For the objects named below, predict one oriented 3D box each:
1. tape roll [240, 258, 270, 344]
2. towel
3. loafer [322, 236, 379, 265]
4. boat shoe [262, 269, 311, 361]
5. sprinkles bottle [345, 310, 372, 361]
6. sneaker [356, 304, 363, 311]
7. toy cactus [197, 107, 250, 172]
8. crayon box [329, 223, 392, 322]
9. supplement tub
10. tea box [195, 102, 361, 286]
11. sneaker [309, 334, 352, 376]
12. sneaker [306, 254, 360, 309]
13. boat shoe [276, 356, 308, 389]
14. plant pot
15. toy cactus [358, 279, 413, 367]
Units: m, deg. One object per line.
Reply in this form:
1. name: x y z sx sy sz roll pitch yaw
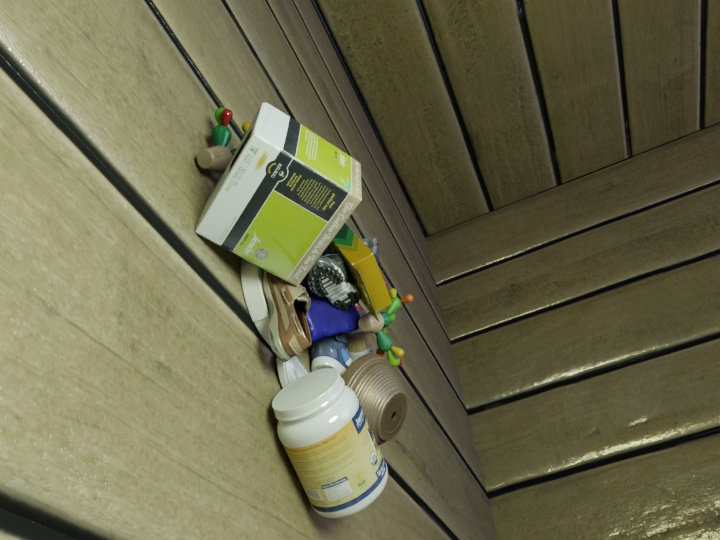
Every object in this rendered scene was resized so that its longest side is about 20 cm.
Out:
1. tape roll: -0.157 0.051 1.114 0.203 0.036 0.206 -20 91 -76
2. towel: -0.080 0.062 1.174 0.199 0.049 0.150 -4 70 -64
3. loafer: -0.054 -0.049 1.341 0.073 0.196 0.074 137 -41 -85
4. boat shoe: -0.119 0.056 1.025 0.076 0.071 0.203 49 25 -57
5. sprinkles bottle: -0.004 0.195 1.346 0.068 0.067 0.204 -69 154 -71
6. sneaker: -0.052 0.109 1.445 0.116 0.078 0.199 50 13 20
7. toy cactus: -0.226 -0.200 1.080 0.165 0.101 0.204 -27 105 -67
8. crayon box: 0.000 0.000 1.193 0.200 0.050 0.128 51 -14 56
9. supplement tub: -0.051 0.279 0.980 0.145 0.142 0.203 -66 135 -71
10. tea box: -0.129 -0.120 0.974 0.195 0.201 0.135 30 29 -19
11. sneaker: -0.041 0.189 1.287 0.201 0.080 0.148 51 26 -40
12. sneaker: -0.062 0.004 1.115 0.091 0.066 0.200 64 7 26
13. boat shoe: -0.086 0.226 1.078 0.072 0.067 0.203 -68 137 -71
14. plant pot: 0.032 0.278 1.211 0.199 0.092 0.205 -21 117 -48
15. toy cactus: 0.049 0.110 1.267 0.164 0.101 0.204 1 86 -67
